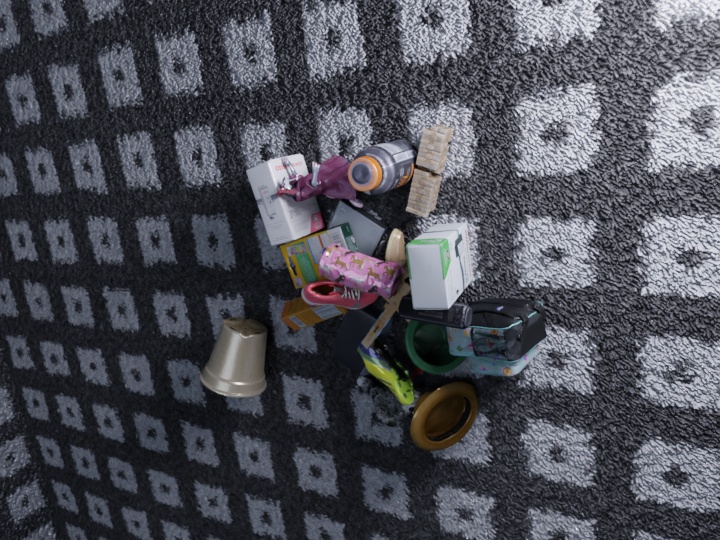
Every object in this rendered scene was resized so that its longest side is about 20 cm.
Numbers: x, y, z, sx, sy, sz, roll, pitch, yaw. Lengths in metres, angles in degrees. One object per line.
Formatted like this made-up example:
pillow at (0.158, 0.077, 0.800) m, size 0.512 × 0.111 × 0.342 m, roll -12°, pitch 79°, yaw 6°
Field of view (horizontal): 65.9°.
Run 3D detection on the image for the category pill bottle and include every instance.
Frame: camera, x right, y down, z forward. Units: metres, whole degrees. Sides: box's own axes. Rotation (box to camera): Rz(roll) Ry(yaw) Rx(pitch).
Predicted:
pill bottle at (0.049, -0.226, 1.226) m, size 0.106 × 0.200 × 0.106 m, roll 10°, pitch 112°, yaw 27°

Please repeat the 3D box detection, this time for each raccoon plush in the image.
raccoon plush at (0.085, 0.320, 1.469) m, size 0.200 × 0.097 × 0.134 m, roll 38°, pitch 115°, yaw 13°

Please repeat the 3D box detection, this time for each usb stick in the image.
usb stick at (0.161, 0.091, 1.232) m, size 0.200 × 0.033 × 0.056 m, roll 6°, pitch 83°, yaw 49°

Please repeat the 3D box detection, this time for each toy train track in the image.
toy train track at (0.069, 0.111, 1.362) m, size 0.115 × 0.033 × 0.200 m, roll 45°, pitch 113°, yaw 25°

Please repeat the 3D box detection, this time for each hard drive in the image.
hard drive at (-0.029, -0.064, 1.428) m, size 0.140 × 0.033 × 0.200 m, roll 34°, pitch 121°, yaw 15°
hard drive at (-0.002, 0.182, 1.495) m, size 0.135 × 0.042 × 0.200 m, roll 31°, pitch 120°, yaw 17°

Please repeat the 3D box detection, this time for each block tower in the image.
block tower at (0.155, -0.226, 1.254) m, size 0.054 × 0.058 × 0.200 m, roll 21°, pitch 115°, yaw 22°

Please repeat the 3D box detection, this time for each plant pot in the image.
plant pot at (-0.358, 0.245, 1.648) m, size 0.200 × 0.200 × 0.184 m, roll 21°, pitch 105°, yaw 22°

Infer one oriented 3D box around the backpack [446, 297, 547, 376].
backpack at (0.292, 0.140, 1.234) m, size 0.200 × 0.176 × 0.153 m, roll 8°, pitch 115°, yaw 40°

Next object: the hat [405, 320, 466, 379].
hat at (0.169, 0.173, 1.406) m, size 0.200 × 0.176 × 0.166 m, roll -42°, pitch 93°, yaw -8°

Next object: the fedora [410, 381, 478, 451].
fedora at (0.198, 0.352, 1.391) m, size 0.082 × 0.200 × 0.201 m, roll -142°, pitch 49°, yaw -58°

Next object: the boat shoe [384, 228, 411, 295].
boat shoe at (0.102, -0.007, 1.357) m, size 0.064 × 0.071 × 0.200 m, roll 9°, pitch 121°, yaw 22°

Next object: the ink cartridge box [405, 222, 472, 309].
ink cartridge box at (0.179, -0.015, 1.229) m, size 0.083 × 0.200 × 0.147 m, roll -1°, pitch 107°, yaw 27°

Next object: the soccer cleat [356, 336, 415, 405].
soccer cleat at (0.064, 0.259, 1.416) m, size 0.084 × 0.065 × 0.200 m, roll -45°, pitch 74°, yaw 35°

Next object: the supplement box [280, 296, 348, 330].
supplement box at (-0.121, 0.099, 1.506) m, size 0.200 × 0.067 × 0.069 m, roll -20°, pitch 131°, yaw 32°

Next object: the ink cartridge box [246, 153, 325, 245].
ink cartridge box at (-0.185, -0.181, 1.407) m, size 0.083 × 0.146 × 0.200 m, roll -12°, pitch 101°, yaw 33°

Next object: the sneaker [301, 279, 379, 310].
sneaker at (-0.046, 0.058, 1.380) m, size 0.200 × 0.087 × 0.074 m, roll -1°, pitch 78°, yaw -7°

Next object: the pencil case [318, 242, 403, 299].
pencil case at (0.000, 0.000, 1.313) m, size 0.200 × 0.083 × 0.087 m, roll 19°, pitch 126°, yaw 14°

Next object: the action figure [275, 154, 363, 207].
action figure at (-0.110, -0.206, 1.341) m, size 0.134 × 0.200 × 0.149 m, roll 43°, pitch 151°, yaw 56°

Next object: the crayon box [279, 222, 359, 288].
crayon box at (-0.099, -0.036, 1.427) m, size 0.200 × 0.052 × 0.126 m, roll -14°, pitch 100°, yaw 32°
